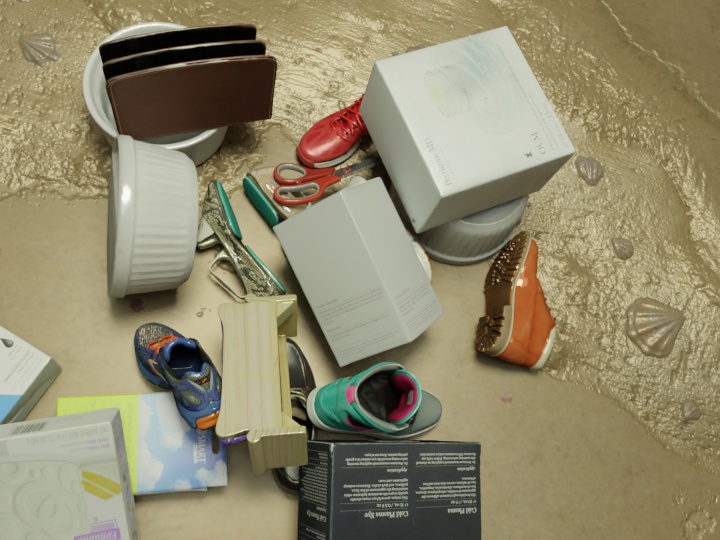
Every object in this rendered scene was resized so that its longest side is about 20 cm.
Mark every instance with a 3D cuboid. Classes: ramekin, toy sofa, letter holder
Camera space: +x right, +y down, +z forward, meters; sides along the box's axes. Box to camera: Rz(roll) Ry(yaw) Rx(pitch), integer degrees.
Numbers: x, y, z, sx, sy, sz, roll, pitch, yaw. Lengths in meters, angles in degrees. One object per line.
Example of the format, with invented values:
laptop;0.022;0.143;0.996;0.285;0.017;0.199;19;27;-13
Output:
ramekin;-0.263;-0.065;0.871;0.094;0.202;0.203;2;70;-23
ramekin;-0.277;-0.236;0.975;0.200;0.098;0.201;4;70;-10
toy sofa;-0.116;0.129;0.818;0.097;0.083;0.200;-4;50;-7
ramekin;0.150;-0.118;1.013;0.200;0.105;0.201;3;71;-10
letter holder;-0.215;-0.252;0.864;0.200;0.142;0.101;-13;74;-15

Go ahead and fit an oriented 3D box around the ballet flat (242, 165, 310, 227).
ballet flat;-0.089;-0.067;0.972;0.067;0.068;0.200;-27;80;-27

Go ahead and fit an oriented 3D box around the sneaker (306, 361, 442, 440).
sneaker;0.047;0.162;0.860;0.200;0.121;0.084;8;69;-33

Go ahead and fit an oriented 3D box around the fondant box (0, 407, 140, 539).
fondant box;-0.330;0.265;0.769;0.144;0.058;0.200;-8;98;-10

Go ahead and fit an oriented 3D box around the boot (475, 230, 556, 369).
boot;0.236;0.043;1.000;0.107;0.075;0.200;24;66;-18

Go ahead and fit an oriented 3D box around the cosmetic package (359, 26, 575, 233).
cosmetic package;0.133;-0.185;0.913;0.200;0.123;0.200;-21;76;-16

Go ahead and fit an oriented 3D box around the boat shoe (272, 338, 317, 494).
boat shoe;-0.083;0.179;0.881;0.074;0.073;0.200;-8;73;-14

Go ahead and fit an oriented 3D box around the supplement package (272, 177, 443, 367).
supplement package;0.000;0.000;0.891;0.117;0.117;0.200;-30;96;-57

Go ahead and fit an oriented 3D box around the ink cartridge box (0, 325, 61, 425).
ink cartridge box;-0.483;0.106;0.832;0.200;0.068;0.116;31;68;1

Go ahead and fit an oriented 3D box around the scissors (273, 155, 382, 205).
scissors;-0.028;-0.131;0.979;0.200;0.014;0.073;-9;56;-16

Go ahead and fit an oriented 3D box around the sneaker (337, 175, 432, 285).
sneaker;0.020;-0.034;0.984;0.092;0.076;0.200;-35;73;-12

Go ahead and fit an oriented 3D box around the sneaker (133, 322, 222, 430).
sneaker;-0.218;0.107;0.841;0.075;0.079;0.200;-28;38;-31

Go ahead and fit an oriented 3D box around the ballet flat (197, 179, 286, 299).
ballet flat;-0.178;-0.027;0.944;0.075;0.068;0.200;-32;81;-3

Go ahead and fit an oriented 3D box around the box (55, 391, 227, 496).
box;-0.265;0.212;0.848;0.200;0.048;0.122;-1;72;-11

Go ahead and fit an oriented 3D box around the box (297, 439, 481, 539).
box;0.034;0.292;0.814;0.200;0.104;0.183;7;76;-24

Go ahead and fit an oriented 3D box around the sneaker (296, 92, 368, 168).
sneaker;-0.006;-0.234;1.016;0.200;0.116;0.078;-38;81;-21
